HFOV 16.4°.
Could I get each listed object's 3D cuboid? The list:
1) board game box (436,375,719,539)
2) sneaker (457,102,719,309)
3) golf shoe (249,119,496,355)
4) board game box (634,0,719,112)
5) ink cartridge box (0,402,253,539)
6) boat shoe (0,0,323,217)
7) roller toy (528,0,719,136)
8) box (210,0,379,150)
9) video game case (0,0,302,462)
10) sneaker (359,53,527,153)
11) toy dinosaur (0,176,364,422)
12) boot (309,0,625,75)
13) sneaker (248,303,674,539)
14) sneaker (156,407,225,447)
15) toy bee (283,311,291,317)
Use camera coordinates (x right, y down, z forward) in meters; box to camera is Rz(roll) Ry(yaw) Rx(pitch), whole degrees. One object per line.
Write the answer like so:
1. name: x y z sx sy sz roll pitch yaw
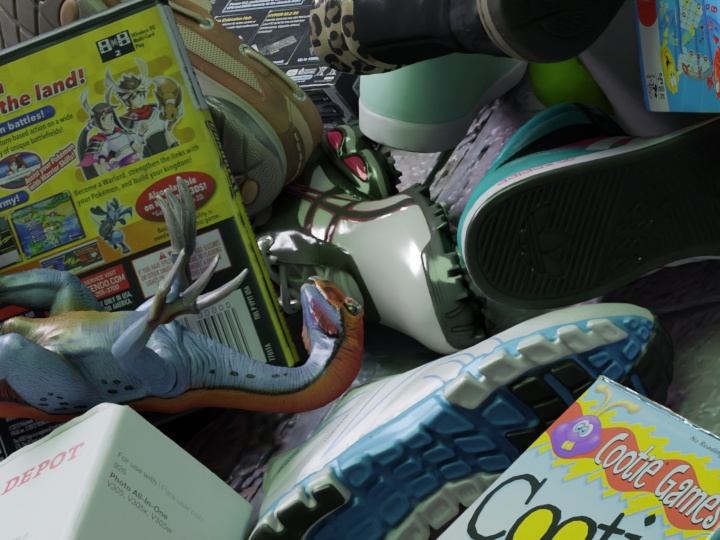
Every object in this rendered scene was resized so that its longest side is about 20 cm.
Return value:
1. board game box: 0.067 0.153 0.881 0.200 0.105 0.103 -43 34 -13
2. sneaker: 0.134 -0.033 1.075 0.199 0.084 0.121 -9 13 -4
3. golf shoe: 0.000 0.000 1.141 0.088 0.077 0.200 -26 24 -9
4. board game box: 0.230 -0.098 0.948 0.199 0.056 0.196 -8 5 -13
5. ink cartridge box: -0.141 0.170 1.024 0.145 0.087 0.200 -29 33 39
6. boat shoe: -0.102 -0.102 1.183 0.072 0.200 0.076 -37 -18 -44
7. roller toy: 0.173 -0.153 1.129 0.200 0.140 0.182 -48 36 -19
8. box: -0.047 -0.132 1.371 0.199 0.050 0.158 -2 46 39
9. video game case: -0.149 -0.005 1.122 0.199 0.181 0.026 -20 0 6
10. sneaker: 0.050 -0.145 1.211 0.073 0.119 0.201 12 26 6
11. toy dinosaur: -0.097 0.032 1.084 0.200 0.181 0.105 -62 4 38
12. boot: 0.074 -0.154 1.047 0.150 0.073 0.200 -6 43 53
13. sneaker: 0.036 0.060 1.052 0.200 0.075 0.087 -28 29 10
14. sneaker: -0.148 0.082 1.176 0.200 0.077 0.084 -33 30 5
15. toy bee: -0.122 -0.035 1.268 0.199 0.109 0.131 -14 38 28
